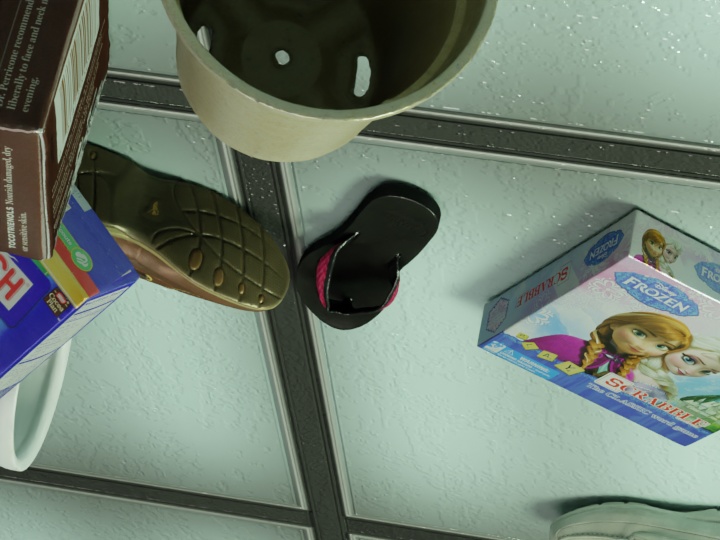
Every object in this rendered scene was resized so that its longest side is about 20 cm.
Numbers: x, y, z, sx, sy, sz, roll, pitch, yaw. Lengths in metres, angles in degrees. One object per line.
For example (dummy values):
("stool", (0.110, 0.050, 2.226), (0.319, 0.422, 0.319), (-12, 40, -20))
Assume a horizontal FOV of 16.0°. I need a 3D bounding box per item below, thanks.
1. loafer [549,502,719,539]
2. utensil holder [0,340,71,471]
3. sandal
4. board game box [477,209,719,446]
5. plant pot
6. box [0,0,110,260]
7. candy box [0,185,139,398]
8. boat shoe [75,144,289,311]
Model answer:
("loafer", (0.253, 0.239, 2.167), (0.199, 0.070, 0.070), (-1, 148, 23))
("utensil holder", (-0.338, 0.050, 1.994), (0.199, 0.171, 0.170), (13, 151, 6))
("sandal", (0.000, 0.000, 1.885), (0.075, 0.045, 0.200), (19, 150, -11))
("board game box", (0.221, 0.047, 1.879), (0.199, 0.041, 0.199), (25, 148, -20))
("plant pot", (-0.034, -0.155, 1.514), (0.199, 0.202, 0.184), (17, 162, -6))
("box", (-0.275, -0.133, 1.647), (0.199, 0.167, 0.164), (13, 151, 2))
("candy box", (-0.284, -0.001, 1.831), (0.200, 0.077, 0.169), (-39, 85, 29))
("boat shoe", (-0.146, -0.026, 1.883), (0.199, 0.072, 0.068), (26, 154, -10))
